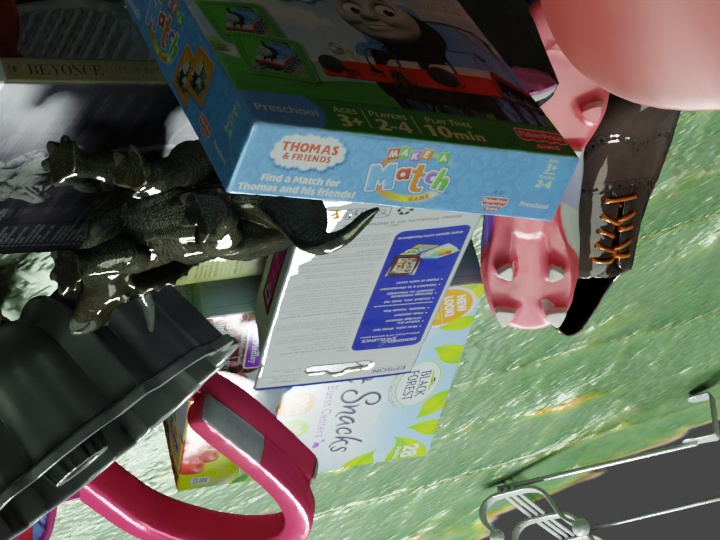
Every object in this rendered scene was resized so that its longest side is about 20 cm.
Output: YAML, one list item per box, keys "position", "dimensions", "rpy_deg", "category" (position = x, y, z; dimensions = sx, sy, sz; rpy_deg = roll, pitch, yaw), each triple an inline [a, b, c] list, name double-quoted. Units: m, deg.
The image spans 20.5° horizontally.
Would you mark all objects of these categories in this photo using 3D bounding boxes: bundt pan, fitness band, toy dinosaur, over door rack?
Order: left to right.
- position: [-0.161, 0.069, 0.991]
  dimensions: [0.201, 0.076, 0.202]
  rpy_deg: [-39, 175, -4]
  category: "bundt pan"
- position: [-0.110, 0.109, 1.158]
  dimensions: [0.143, 0.038, 0.200]
  rpy_deg: [-13, 138, 32]
  category: "fitness band"
- position: [-0.068, -0.027, 0.838]
  dimensions: [0.199, 0.078, 0.102]
  rpy_deg: [-18, 174, 34]
  category: "toy dinosaur"
- position: [0.207, 0.179, 1.507]
  dimensions: [0.199, 0.067, 0.148]
  rpy_deg: [-27, 148, 15]
  category: "over door rack"

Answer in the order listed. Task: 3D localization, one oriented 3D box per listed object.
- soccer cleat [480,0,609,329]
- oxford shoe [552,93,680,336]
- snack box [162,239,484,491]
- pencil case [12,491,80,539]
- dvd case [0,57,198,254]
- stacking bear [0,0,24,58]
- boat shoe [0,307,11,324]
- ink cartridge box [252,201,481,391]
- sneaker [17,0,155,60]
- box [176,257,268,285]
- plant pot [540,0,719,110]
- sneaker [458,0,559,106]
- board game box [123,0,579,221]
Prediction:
- position: [0.094, -0.063, 1.063]
  dimensions: [0.066, 0.077, 0.202]
  rpy_deg: [1, 120, -1]
  category: "soccer cleat"
- position: [0.143, -0.039, 1.124]
  dimensions: [0.070, 0.073, 0.201]
  rpy_deg: [-6, 147, -17]
  category: "oxford shoe"
- position: [-0.028, 0.047, 1.181]
  dimensions: [0.167, 0.068, 0.201]
  rpy_deg: [-6, 148, -15]
  category: "snack box"
- position: [-0.250, 0.148, 1.164]
  dimensions: [0.088, 0.089, 0.199]
  rpy_deg: [11, 161, -38]
  category: "pencil case"
- position: [-0.115, -0.049, 0.888]
  dimensions: [0.198, 0.016, 0.149]
  rpy_deg: [-4, 154, -36]
  category: "dvd case"
- position: [-0.237, -0.097, 0.820]
  dimensions: [0.198, 0.122, 0.114]
  rpy_deg: [-10, 152, -26]
  category: "stacking bear"
- position: [-0.217, 0.031, 1.070]
  dimensions: [0.090, 0.071, 0.200]
  rpy_deg: [1, 151, -29]
  category: "boat shoe"
- position: [0.000, 0.000, 1.029]
  dimensions: [0.094, 0.037, 0.201]
  rpy_deg: [-5, 149, -15]
  category: "ink cartridge box"
- position: [-0.180, -0.063, 0.926]
  dimensions: [0.198, 0.079, 0.080]
  rpy_deg: [-16, 149, 8]
  category: "sneaker"
- position: [-0.061, -0.035, 1.054]
  dimensions: [0.198, 0.051, 0.076]
  rpy_deg: [-8, 148, -14]
  category: "box"
- position: [0.135, -0.193, 0.782]
  dimensions: [0.199, 0.202, 0.178]
  rpy_deg: [-24, 139, 12]
  category: "plant pot"
- position: [-0.003, -0.090, 0.985]
  dimensions: [0.198, 0.081, 0.087]
  rpy_deg: [-3, 155, -1]
  category: "sneaker"
- position: [-0.017, -0.098, 0.831]
  dimensions: [0.150, 0.201, 0.037]
  rpy_deg: [4, 125, -31]
  category: "board game box"
